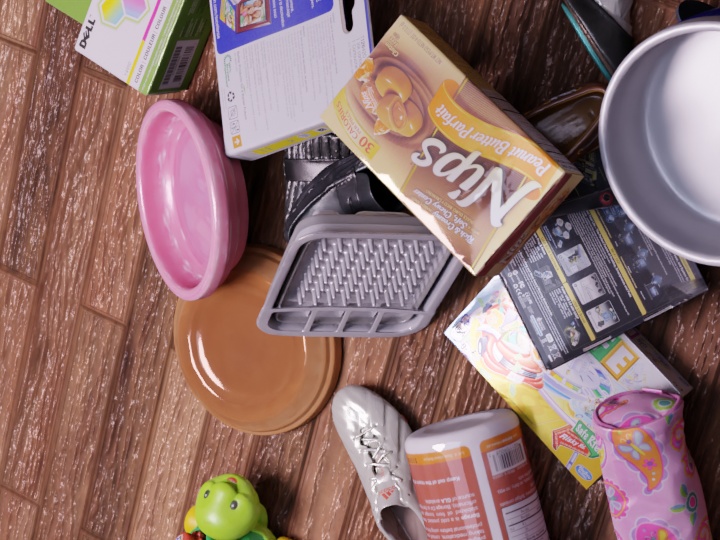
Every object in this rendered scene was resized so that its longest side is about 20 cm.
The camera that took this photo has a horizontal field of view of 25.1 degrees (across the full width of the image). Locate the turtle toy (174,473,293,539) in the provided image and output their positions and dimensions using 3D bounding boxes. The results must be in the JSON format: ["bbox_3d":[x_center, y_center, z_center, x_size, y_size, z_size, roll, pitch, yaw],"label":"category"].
[{"bbox_3d":[-0.139,0.302,1.673,0.145,0.101,0.201,16,106,25],"label":"turtle toy"}]

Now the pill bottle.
[{"bbox_3d":[0.117,0.239,1.516,0.112,0.112,0.201,-13,92,30],"label":"pill bottle"}]

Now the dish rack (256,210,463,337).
[{"bbox_3d":[0.000,0.000,1.492,0.200,0.171,0.044,118,150,-58],"label":"dish rack"}]

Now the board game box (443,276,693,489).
[{"bbox_3d":[0.189,0.083,1.493,0.200,0.034,0.135,47,117,14],"label":"board game box"}]

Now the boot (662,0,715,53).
[{"bbox_3d":[0.326,-0.133,1.374,0.200,0.075,0.097,45,138,10],"label":"boot"}]

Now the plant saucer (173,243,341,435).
[{"bbox_3d":[-0.113,0.074,1.657,0.199,0.037,0.201,5,101,27],"label":"plant saucer"}]

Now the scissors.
[{"bbox_3d":[0.222,-0.070,1.392,0.199,0.014,0.074,2,82,-6],"label":"scissors"}]

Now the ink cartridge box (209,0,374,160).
[{"bbox_3d":[-0.055,-0.222,1.500,0.199,0.047,0.199,-14,78,38],"label":"ink cartridge box"}]

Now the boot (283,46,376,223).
[{"bbox_3d":[0.007,-0.123,1.529,0.210,0.079,0.159,-9,87,40],"label":"boot"}]

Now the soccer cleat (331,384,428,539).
[{"bbox_3d":[0.030,0.201,1.576,0.069,0.077,0.200,-36,81,29],"label":"soccer cleat"}]

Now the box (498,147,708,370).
[{"bbox_3d":[0.191,-0.035,1.431,0.161,0.049,0.201,-28,84,8],"label":"box"}]

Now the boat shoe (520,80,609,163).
[{"bbox_3d":[0.137,-0.099,1.384,0.200,0.068,0.072,-35,82,5],"label":"boat shoe"}]

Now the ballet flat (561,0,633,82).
[{"bbox_3d":[0.193,-0.249,1.417,0.068,0.068,0.200,-40,79,15],"label":"ballet flat"}]

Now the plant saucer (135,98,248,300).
[{"bbox_3d":[-0.165,-0.072,1.611,0.200,0.051,0.202,27,121,56],"label":"plant saucer"}]

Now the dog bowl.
[{"bbox_3d":[0.297,-0.109,1.300,0.199,0.079,0.201,14,116,30],"label":"dog bowl"}]

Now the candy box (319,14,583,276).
[{"bbox_3d":[0.074,-0.104,1.348,0.200,0.055,0.116,46,108,18],"label":"candy box"}]

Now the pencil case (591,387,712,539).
[{"bbox_3d":[0.264,0.205,1.425,0.087,0.087,0.201,-8,109,30],"label":"pencil case"}]

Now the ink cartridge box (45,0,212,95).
[{"bbox_3d":[-0.246,-0.290,1.643,0.200,0.076,0.148,33,113,19],"label":"ink cartridge box"}]

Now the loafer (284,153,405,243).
[{"bbox_3d":[0.009,-0.075,1.470,0.200,0.071,0.068,-36,113,19],"label":"loafer"}]
